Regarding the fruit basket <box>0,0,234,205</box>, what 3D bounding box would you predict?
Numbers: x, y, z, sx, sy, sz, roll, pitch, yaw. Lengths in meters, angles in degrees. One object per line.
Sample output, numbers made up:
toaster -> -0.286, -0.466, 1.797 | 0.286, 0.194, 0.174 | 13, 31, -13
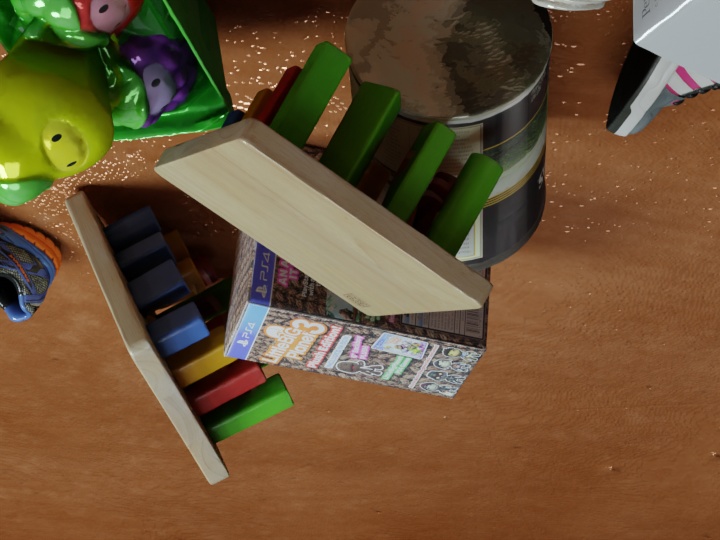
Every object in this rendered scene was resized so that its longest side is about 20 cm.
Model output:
fruit basket -> -0.191, -0.141, 1.381 | 0.155, 0.216, 0.216 | -6, 147, 17

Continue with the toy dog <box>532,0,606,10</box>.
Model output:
toy dog -> 0.164, -0.230, 1.281 | 0.200, 0.097, 0.132 | -8, -158, -37

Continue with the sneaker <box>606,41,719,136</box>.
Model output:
sneaker -> 0.267, -0.149, 1.423 | 0.121, 0.084, 0.200 | 22, 145, -9

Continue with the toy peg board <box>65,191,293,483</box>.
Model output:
toy peg board -> -0.149, 0.040, 1.694 | 0.098, 0.200, 0.199 | -27, 138, -3

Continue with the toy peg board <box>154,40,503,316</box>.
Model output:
toy peg board -> -0.011, -0.064, 1.360 | 0.200, 0.098, 0.199 | 35, 165, -17

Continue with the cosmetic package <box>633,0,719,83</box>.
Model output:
cosmetic package -> 0.264, -0.239, 1.158 | 0.123, 0.200, 0.200 | 19, 145, -24

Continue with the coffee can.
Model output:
coffee can -> 0.066, -0.111, 1.444 | 0.146, 0.147, 0.200 | 2, 148, 5

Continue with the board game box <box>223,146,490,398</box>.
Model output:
board game box -> 0.000, 0.000, 1.622 | 0.200, 0.160, 0.097 | 12, 148, -10

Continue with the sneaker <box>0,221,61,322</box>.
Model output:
sneaker -> -0.353, -0.017, 1.718 | 0.200, 0.079, 0.075 | 23, 143, -27
